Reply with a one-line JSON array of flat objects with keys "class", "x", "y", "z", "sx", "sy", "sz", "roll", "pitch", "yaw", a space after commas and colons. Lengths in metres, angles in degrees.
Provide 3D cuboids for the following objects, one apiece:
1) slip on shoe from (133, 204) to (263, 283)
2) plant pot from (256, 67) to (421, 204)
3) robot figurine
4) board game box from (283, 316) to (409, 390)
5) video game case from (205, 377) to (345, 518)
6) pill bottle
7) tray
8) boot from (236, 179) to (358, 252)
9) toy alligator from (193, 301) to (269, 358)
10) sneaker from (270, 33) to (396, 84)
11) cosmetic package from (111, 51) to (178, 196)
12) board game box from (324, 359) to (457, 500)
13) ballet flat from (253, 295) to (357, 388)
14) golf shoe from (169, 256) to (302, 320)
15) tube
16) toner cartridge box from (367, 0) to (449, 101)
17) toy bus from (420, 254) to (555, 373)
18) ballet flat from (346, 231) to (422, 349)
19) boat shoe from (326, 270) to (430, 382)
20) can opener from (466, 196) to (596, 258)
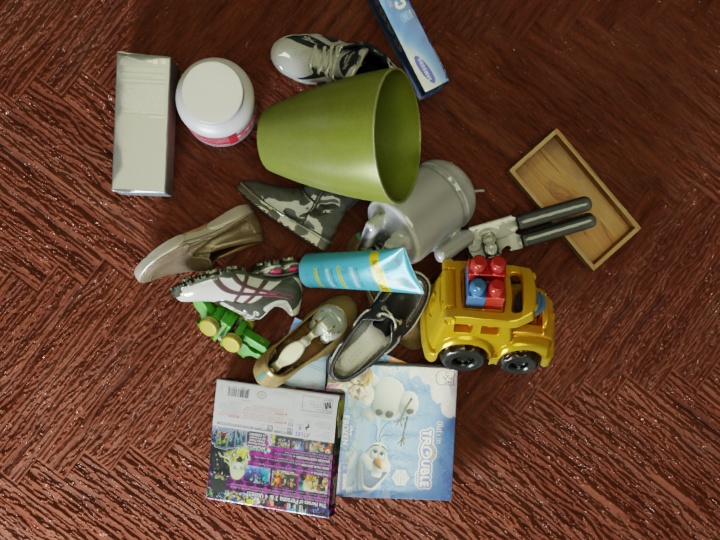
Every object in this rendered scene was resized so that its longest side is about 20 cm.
[{"class": "slip on shoe", "x": -0.238, "y": -0.026, "z": 1.738, "sx": 0.199, "sy": 0.076, "sz": 0.061, "roll": -28, "pitch": 80, "yaw": -10}, {"class": "plant pot", "x": -0.038, "y": -0.187, "z": 1.649, "sx": 0.198, "sy": 0.187, "sz": 0.189, "roll": 1, "pitch": 90, "yaw": 22}, {"class": "robot figurine", "x": 0.090, "y": -0.088, "z": 1.723, "sx": 0.200, "sy": 0.113, "sz": 0.170, "roll": -36, "pitch": 80, "yaw": -25}, {"class": "board game box", "x": -0.027, "y": 0.154, "z": 1.779, "sx": 0.199, "sy": 0.019, "sz": 0.104, "roll": 23, "pitch": 91, "yaw": -3}, {"class": "video game case", "x": -0.126, "y": 0.260, "z": 1.733, "sx": 0.198, "sy": 0.036, "sz": 0.183, "roll": 5, "pitch": 90, "yaw": 17}, {"class": "pill bottle", "x": -0.205, "y": -0.241, "z": 1.674, "sx": 0.111, "sy": 0.200, "sz": 0.113, "roll": 0, "pitch": 91, "yaw": -3}, {"class": "tray", "x": 0.325, "y": -0.108, "z": 1.791, "sx": 0.099, "sy": 0.037, "sz": 0.200, "roll": -41, "pitch": 92, "yaw": -2}, {"class": "boot", "x": -0.063, "y": -0.151, "z": 1.750, "sx": 0.181, "sy": 0.073, "sz": 0.201, "roll": 31, "pitch": 90, "yaw": -3}, {"class": "toy alligator", "x": -0.181, "y": 0.104, "z": 1.755, "sx": 0.199, "sy": 0.059, "sz": 0.054, "roll": 36, "pitch": 132, "yaw": -4}, {"class": "sneaker", "x": -0.035, "y": -0.308, "z": 1.720, "sx": 0.198, "sy": 0.130, "sz": 0.080, "roll": 22, "pitch": 88, "yaw": -4}, {"class": "cosmetic package", "x": -0.315, "y": -0.209, "z": 1.716, "sx": 0.089, "sy": 0.107, "sz": 0.202, "roll": 5, "pitch": 88, "yaw": -4}, {"class": "board game box", "x": 0.042, "y": 0.238, "z": 1.753, "sx": 0.197, "sy": 0.043, "sz": 0.202, "roll": 2, "pitch": 91, "yaw": -4}, {"class": "ballet flat", "x": -0.071, "y": 0.102, "z": 1.723, "sx": 0.200, "sy": 0.063, "sz": 0.069, "roll": -41, "pitch": 88, "yaw": -24}, {"class": "golf shoe", "x": -0.177, "y": 0.034, "z": 1.718, "sx": 0.198, "sy": 0.077, "sz": 0.089, "roll": -8, "pitch": 90, "yaw": -20}, {"class": "tube", "x": 0.000, "y": 0.000, "z": 1.692, "sx": 0.050, "sy": 0.199, "sz": 0.078, "roll": -53, "pitch": 128, "yaw": -37}, {"class": "toner cartridge box", "x": 0.064, "y": -0.356, "z": 1.743, "sx": 0.043, "sy": 0.095, "sz": 0.201, "roll": -27, "pitch": 91, "yaw": -2}, {"class": "toy bus", "x": 0.198, "y": 0.048, "z": 1.691, "sx": 0.198, "sy": 0.192, "sz": 0.137, "roll": 5, "pitch": 58, "yaw": -6}, {"class": "ballet flat", "x": 0.042, "y": 0.032, "z": 1.756, "sx": 0.067, "sy": 0.072, "sz": 0.201, "roll": -27, "pitch": 92, "yaw": -3}, {"class": "boat shoe", "x": 0.026, "y": 0.083, "z": 1.693, "sx": 0.200, "sy": 0.060, "sz": 0.074, "roll": -44, "pitch": 92, "yaw": 4}, {"class": "can opener", "x": 0.251, "y": -0.066, "z": 1.756, "sx": 0.199, "sy": 0.067, "sz": 0.053, "roll": -16, "pitch": 102, "yaw": 8}]
